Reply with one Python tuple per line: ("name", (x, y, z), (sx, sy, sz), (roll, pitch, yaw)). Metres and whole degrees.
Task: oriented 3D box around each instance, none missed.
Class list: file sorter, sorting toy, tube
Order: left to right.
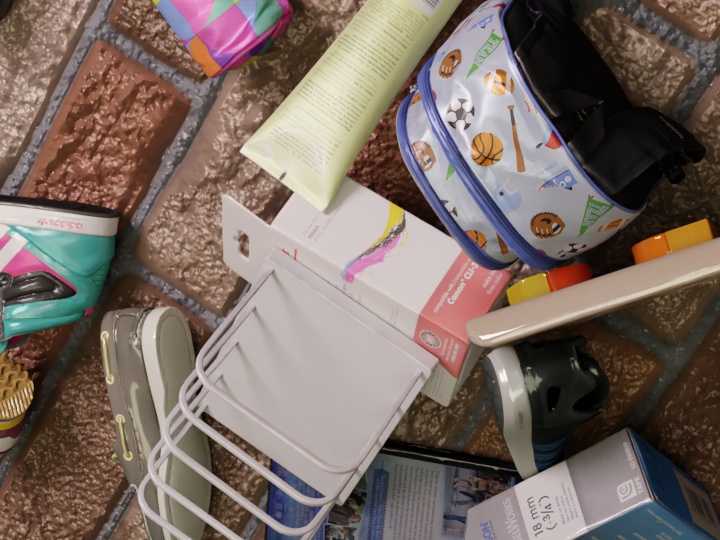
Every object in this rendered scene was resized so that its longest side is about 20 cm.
("file sorter", (-0.062, 0.115, 1.138), (0.138, 0.125, 0.200), (34, 140, 4))
("tube", (0.004, -0.141, 1.110), (0.052, 0.058, 0.201), (38, 86, -30))
("sorting toy", (0.172, 0.006, 1.070), (0.184, 0.200, 0.037), (-19, 85, 15))

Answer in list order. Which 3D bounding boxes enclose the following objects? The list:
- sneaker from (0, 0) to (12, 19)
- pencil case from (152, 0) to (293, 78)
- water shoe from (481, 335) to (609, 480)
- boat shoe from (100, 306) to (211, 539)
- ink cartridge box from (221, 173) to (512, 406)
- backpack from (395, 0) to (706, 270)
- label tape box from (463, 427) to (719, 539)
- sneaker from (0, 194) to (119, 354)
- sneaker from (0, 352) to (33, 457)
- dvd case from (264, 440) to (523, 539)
("sneaker", (-0.276, -0.270, 1.163), (0.075, 0.079, 0.202), (10, 106, 11))
("pencil case", (-0.128, -0.234, 1.136), (0.088, 0.088, 0.201), (-32, 98, 20))
("water shoe", (0.136, 0.098, 1.116), (0.078, 0.200, 0.072), (-15, 72, 7))
("boat shoe", (-0.160, 0.125, 1.254), (0.060, 0.072, 0.203), (2, 106, 23))
("ink cartridge box", (0.000, 0.000, 1.142), (0.199, 0.068, 0.117), (31, 155, 10))
("backpack", (0.111, -0.091, 1.060), (0.154, 0.191, 0.200), (-40, 93, 18))
("label tape box", (0.145, 0.204, 1.163), (0.199, 0.064, 0.144), (-31, 142, 19))
("sneaker", (-0.286, 0.002, 1.245), (0.198, 0.084, 0.122), (7, 98, 10))
("sneaker", (-0.348, 0.071, 1.280), (0.200, 0.075, 0.090), (43, 134, 13))
("dvd case", (0.023, 0.201, 1.258), (0.198, 0.018, 0.144), (9, 107, 12))
